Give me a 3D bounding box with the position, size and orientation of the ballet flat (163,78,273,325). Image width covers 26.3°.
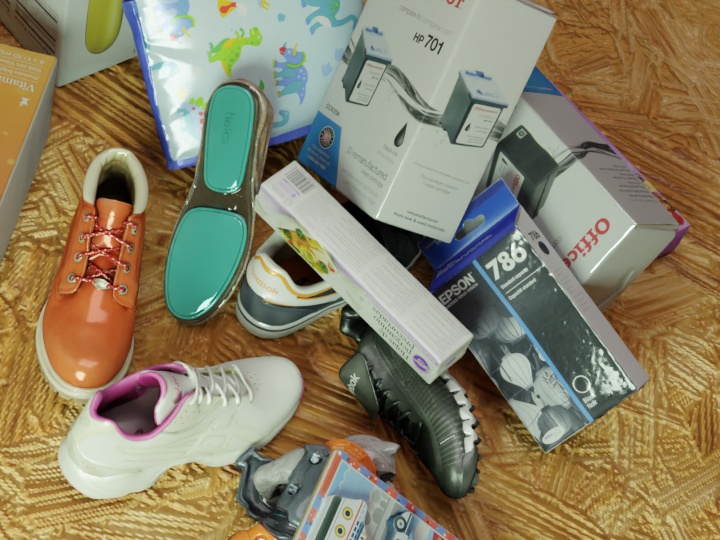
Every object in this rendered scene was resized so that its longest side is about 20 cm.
[{"bbox_3d":[-0.106,-0.053,1.236,0.068,0.200,0.067,17,4,11],"label":"ballet flat"}]

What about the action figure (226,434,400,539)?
[{"bbox_3d":[-0.018,0.199,1.074,0.200,0.105,0.194,28,59,7],"label":"action figure"}]

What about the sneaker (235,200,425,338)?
[{"bbox_3d":[-0.012,-0.017,1.261,0.078,0.079,0.200,42,52,18],"label":"sneaker"}]

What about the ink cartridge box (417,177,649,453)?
[{"bbox_3d":[0.128,0.035,1.214,0.200,0.099,0.039,54,28,8],"label":"ink cartridge box"}]

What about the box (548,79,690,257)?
[{"bbox_3d":[0.180,-0.075,1.388,0.137,0.039,0.200,-25,63,-32],"label":"box"}]

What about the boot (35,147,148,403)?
[{"bbox_3d":[-0.201,0.000,1.172,0.075,0.107,0.200,9,52,-11],"label":"boot"}]

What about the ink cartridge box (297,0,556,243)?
[{"bbox_3d":[0.050,-0.145,1.240,0.086,0.200,0.146,15,15,-35],"label":"ink cartridge box"}]

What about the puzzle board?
[{"bbox_3d":[0.003,0.242,1.027,0.151,0.017,0.200,40,54,-23],"label":"puzzle board"}]

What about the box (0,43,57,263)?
[{"bbox_3d":[-0.326,-0.084,1.206,0.124,0.098,0.200,14,50,-6],"label":"box"}]

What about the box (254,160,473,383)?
[{"bbox_3d":[0.000,0.000,1.178,0.200,0.039,0.041,44,60,13],"label":"box"}]

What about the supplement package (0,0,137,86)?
[{"bbox_3d":[-0.234,-0.299,1.336,0.152,0.200,0.151,-29,65,-32],"label":"supplement package"}]

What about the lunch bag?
[{"bbox_3d":[-0.099,-0.192,1.299,0.200,0.170,0.127,-24,20,-34],"label":"lunch bag"}]

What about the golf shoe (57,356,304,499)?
[{"bbox_3d":[-0.122,0.101,1.126,0.200,0.092,0.075,-21,60,-31],"label":"golf shoe"}]

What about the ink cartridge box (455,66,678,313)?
[{"bbox_3d":[0.141,-0.057,1.280,0.084,0.145,0.200,-1,47,-54],"label":"ink cartridge box"}]

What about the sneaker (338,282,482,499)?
[{"bbox_3d":[0.031,0.095,1.195,0.090,0.066,0.200,-5,50,-17],"label":"sneaker"}]
